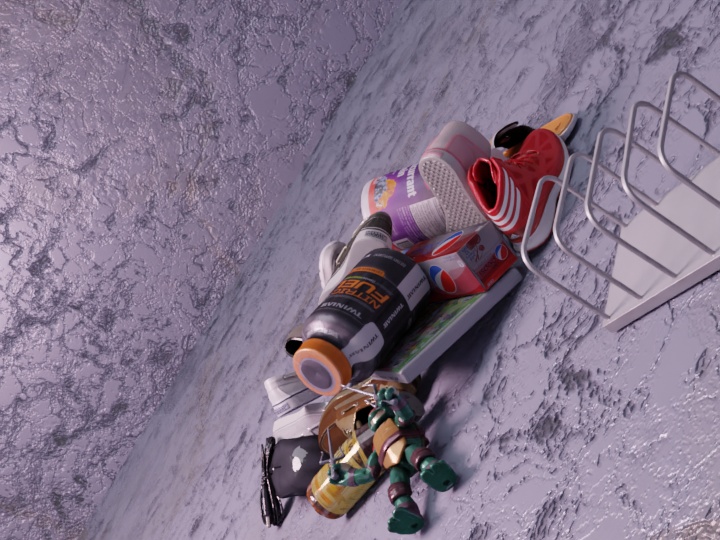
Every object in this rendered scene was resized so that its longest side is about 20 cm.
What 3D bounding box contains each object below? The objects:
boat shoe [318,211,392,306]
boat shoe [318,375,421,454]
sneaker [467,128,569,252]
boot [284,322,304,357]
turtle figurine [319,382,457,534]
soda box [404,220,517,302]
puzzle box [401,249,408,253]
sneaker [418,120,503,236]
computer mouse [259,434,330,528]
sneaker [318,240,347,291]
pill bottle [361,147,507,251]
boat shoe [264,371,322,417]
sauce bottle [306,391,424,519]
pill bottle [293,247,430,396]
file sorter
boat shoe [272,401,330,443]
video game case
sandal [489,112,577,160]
[{"bbox_3d":[0.000,0.000,1.472,0.200,0.070,0.064,121,169,-46],"label":"boat shoe"},{"bbox_3d":[0.004,0.196,1.441,0.200,0.075,0.074,-48,20,38],"label":"boat shoe"},{"bbox_3d":[0.199,-0.130,1.348,0.078,0.115,0.201,-25,37,35],"label":"sneaker"},{"bbox_3d":[-0.061,0.102,1.509,0.199,0.130,0.068,3,88,41],"label":"boot"},{"bbox_3d":[0.033,0.202,1.239,0.200,0.100,0.150,50,127,54],"label":"turtle figurine"},{"bbox_3d":[0.113,-0.006,1.385,0.070,0.063,0.200,-43,11,-23],"label":"soda box"},{"bbox_3d":[0.120,-0.056,1.571,0.133,0.025,0.200,-18,33,27],"label":"puzzle box"},{"bbox_3d":[0.146,-0.105,1.397,0.075,0.201,0.105,-1,45,34],"label":"sneaker"},{"bbox_3d":[-0.107,0.296,1.577,0.200,0.053,0.139,-31,58,52],"label":"computer mouse"},{"bbox_3d":[0.010,0.044,1.569,0.075,0.201,0.082,-32,8,-41],"label":"sneaker"},{"bbox_3d":[0.110,-0.102,1.507,0.199,0.112,0.112,-17,35,29],"label":"pill bottle"},{"bbox_3d":[-0.068,0.157,1.626,0.073,0.066,0.200,-33,-7,32],"label":"boat shoe"},{"bbox_3d":[0.007,0.232,1.366,0.200,0.066,0.066,-53,14,24],"label":"sauce bottle"},{"bbox_3d":[-0.002,0.067,1.333,0.200,0.106,0.106,-48,4,-42],"label":"pill bottle"},{"bbox_3d":[0.262,-0.064,0.991,0.200,0.124,0.139,-41,22,49],"label":"file sorter"},{"bbox_3d":[-0.074,0.246,1.636,0.200,0.072,0.069,-26,61,46],"label":"boat shoe"},{"bbox_3d":[0.092,0.068,1.367,0.200,0.022,0.182,-41,10,-17],"label":"video game case"},{"bbox_3d":[0.220,-0.182,1.511,0.207,0.059,0.079,-34,21,52],"label":"sandal"}]
